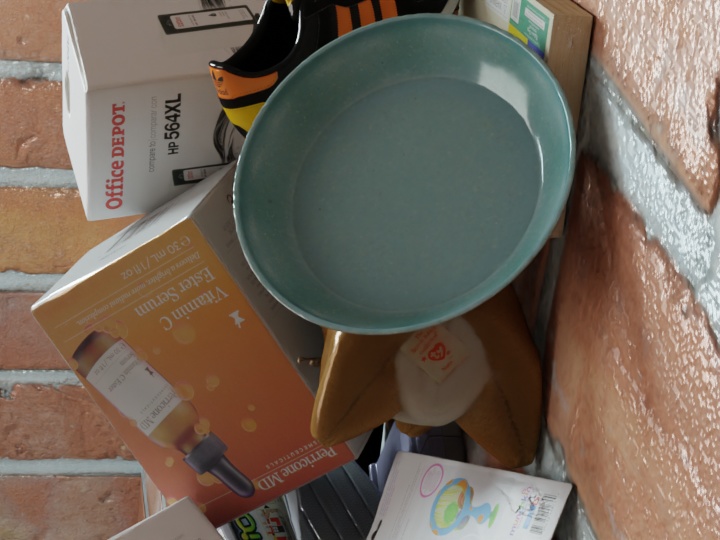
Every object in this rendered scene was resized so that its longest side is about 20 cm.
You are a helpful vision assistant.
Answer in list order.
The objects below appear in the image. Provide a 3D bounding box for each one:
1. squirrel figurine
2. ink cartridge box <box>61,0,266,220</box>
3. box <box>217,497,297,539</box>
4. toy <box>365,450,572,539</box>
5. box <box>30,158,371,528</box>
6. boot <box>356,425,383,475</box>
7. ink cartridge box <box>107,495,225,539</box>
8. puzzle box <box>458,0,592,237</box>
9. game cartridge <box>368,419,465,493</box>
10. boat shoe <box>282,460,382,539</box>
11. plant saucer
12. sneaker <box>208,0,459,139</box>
[{"bbox_3d":[0.026,0.006,1.081,0.187,0.140,0.202,-130,43,-70],"label":"squirrel figurine"},{"bbox_3d":[-0.103,-0.119,1.206,0.146,0.198,0.085,101,155,-54],"label":"ink cartridge box"},{"bbox_3d":[-0.067,0.198,1.310,0.035,0.109,0.201,-50,53,31],"label":"box"},{"bbox_3d":[0.064,0.179,1.056,0.200,0.047,0.116,-3,62,65],"label":"toy"},{"bbox_3d":[-0.098,0.055,1.194,0.201,0.152,0.106,55,-154,-11],"label":"box"},{"bbox_3d":[-0.006,0.102,1.363,0.158,0.079,0.213,-166,80,-78],"label":"boot"},{"bbox_3d":[-0.096,0.274,1.157,0.200,0.084,0.145,46,145,25],"label":"ink cartridge box"},{"bbox_3d":[0.093,-0.114,1.068,0.200,0.025,0.134,-117,31,-66],"label":"puzzle box"},{"bbox_3d":[0.039,0.171,1.278,0.201,0.038,0.131,109,163,-55],"label":"game cartridge"},{"bbox_3d":[-0.023,0.171,1.288,0.062,0.071,0.201,82,165,-57],"label":"boat shoe"},{"bbox_3d":[0.027,-0.050,0.971,0.036,0.198,0.202,53,-152,-59],"label":"plant saucer"},{"bbox_3d":[-0.012,-0.161,1.091,0.070,0.200,0.090,24,156,49],"label":"sneaker"}]
